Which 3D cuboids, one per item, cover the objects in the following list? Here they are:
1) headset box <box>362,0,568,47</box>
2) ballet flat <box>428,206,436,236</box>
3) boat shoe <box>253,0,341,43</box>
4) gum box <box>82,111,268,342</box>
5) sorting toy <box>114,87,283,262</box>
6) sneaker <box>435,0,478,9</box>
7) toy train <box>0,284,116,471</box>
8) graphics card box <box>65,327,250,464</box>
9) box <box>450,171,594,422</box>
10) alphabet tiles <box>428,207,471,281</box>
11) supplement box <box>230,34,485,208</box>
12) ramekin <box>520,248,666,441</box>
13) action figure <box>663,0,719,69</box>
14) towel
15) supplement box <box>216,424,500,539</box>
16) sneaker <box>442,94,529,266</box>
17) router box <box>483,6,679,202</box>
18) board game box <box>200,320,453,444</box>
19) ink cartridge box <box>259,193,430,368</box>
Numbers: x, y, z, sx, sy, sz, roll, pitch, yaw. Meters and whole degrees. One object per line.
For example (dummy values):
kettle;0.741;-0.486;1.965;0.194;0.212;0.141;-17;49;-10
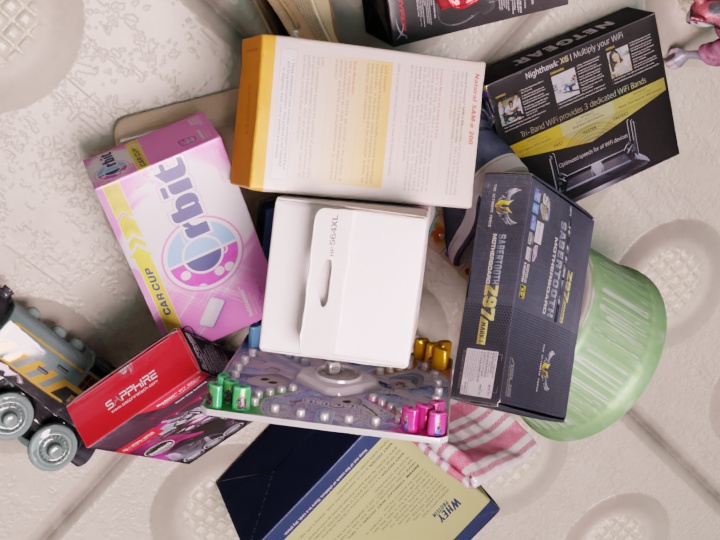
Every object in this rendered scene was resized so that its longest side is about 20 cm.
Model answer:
headset box;0.098;-0.302;1.000;0.199;0.077;0.149;-18;118;-15
ballet flat;0.000;0.000;1.084;0.069;0.070;0.200;23;116;-28
boat shoe;-0.045;-0.179;0.988;0.064;0.071;0.201;-27;103;-21
gum box;-0.153;-0.025;0.990;0.113;0.066;0.200;-25;124;-10
sorting toy;-0.120;-0.066;1.040;0.185;0.036;0.201;-17;117;-14
sneaker;0.049;-0.270;0.908;0.199;0.078;0.116;-5;112;-17
toy train;-0.308;0.099;1.017;0.200;0.085;0.114;44;80;-29
graphics card box;-0.165;0.122;1.026;0.125;0.051;0.200;-34;160;7
box;0.149;0.028;0.983;0.158;0.051;0.201;23;76;-57
alphabet tiles;0.137;-0.078;1.154;0.166;0.006;0.200;-48;120;3
supplement box;-0.002;-0.124;0.933;0.199;0.074;0.127;4;96;-20
ramekin;0.204;0.065;1.134;0.098;0.200;0.200;31;98;-28
action figure;0.406;-0.245;1.115;0.199;0.149;0.134;-5;121;-35
towel;0.073;0.128;1.088;0.146;0.200;0.030;-13;138;-57
supplement box;-0.003;0.238;1.163;0.200;0.134;0.200;-46;121;3
sneaker;0.095;-0.101;1.084;0.077;0.146;0.202;-27;159;-16
router box;0.217;-0.156;1.119;0.199;0.052;0.158;-24;117;-13
board game box;-0.019;0.089;0.962;0.199;0.200;0.026;7;105;4
ink cartridge box;-0.008;0.003;0.949;0.125;0.200;0.129;7;98;4
